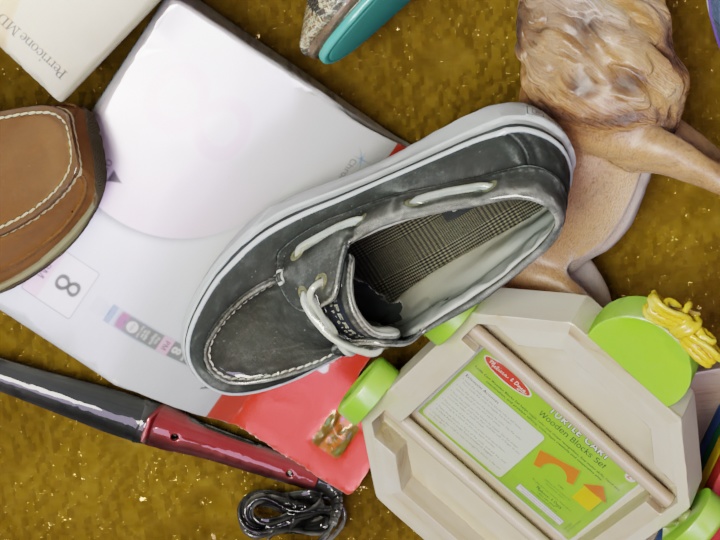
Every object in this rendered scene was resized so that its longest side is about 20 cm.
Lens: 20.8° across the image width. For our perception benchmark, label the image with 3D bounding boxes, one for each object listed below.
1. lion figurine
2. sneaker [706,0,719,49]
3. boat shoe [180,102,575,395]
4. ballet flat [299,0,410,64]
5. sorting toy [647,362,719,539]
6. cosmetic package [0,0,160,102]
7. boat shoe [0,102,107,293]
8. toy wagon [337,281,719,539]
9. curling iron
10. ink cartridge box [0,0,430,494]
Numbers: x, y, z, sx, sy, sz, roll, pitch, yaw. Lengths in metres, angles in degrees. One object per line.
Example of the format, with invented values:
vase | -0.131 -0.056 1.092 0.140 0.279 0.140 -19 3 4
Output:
lion figurine | 0.098 -0.032 0.854 0.122 0.072 0.201 26 113 9
sneaker | 0.206 -0.059 0.804 0.080 0.147 0.201 -21 108 9
boat shoe | 0.000 0.000 0.816 0.199 0.071 0.072 -34 113 23
ballet flat | 0.043 -0.171 0.820 0.199 0.068 0.076 -35 84 8
sorting toy | 0.223 0.137 0.915 0.198 0.070 0.200 -9 109 5
cosmetic package | -0.090 -0.179 0.810 0.105 0.071 0.200 42 106 -11
boat shoe | -0.203 -0.020 0.841 0.199 0.074 0.076 -21 74 23
toy wagon | 0.088 0.068 0.857 0.155 0.040 0.200 41 130 -4
curling iron | -0.096 0.083 0.923 0.199 0.026 0.050 27 68 -9
ink cartridge box | -0.044 -0.005 0.879 0.199 0.057 0.163 34 103 -5
